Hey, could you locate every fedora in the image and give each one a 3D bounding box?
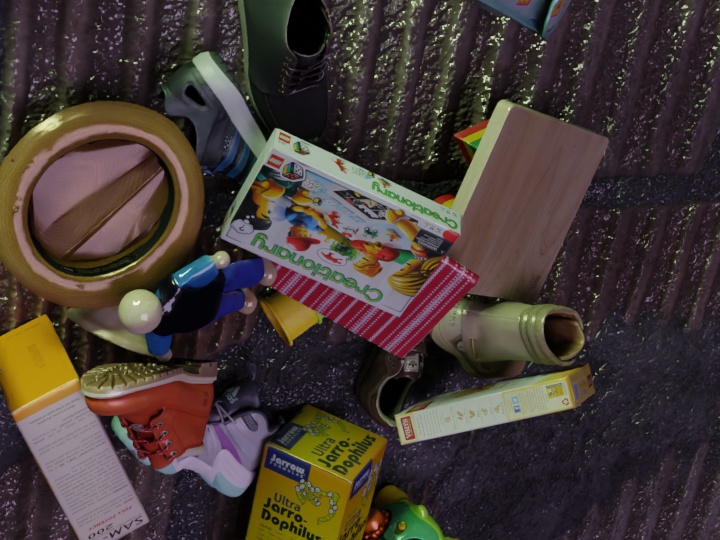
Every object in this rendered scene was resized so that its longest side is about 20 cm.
[{"bbox_3d":[-0.243,-0.066,1.252,0.198,0.082,0.203,-6,109,-16],"label":"fedora"}]

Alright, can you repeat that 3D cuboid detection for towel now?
[{"bbox_3d":[0.000,0.000,1.370,0.199,0.023,0.145,30,129,-17],"label":"towel"}]

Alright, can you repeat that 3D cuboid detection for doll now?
[{"bbox_3d":[-0.157,0.031,1.282,0.137,0.048,0.199,-54,163,22],"label":"doll"}]

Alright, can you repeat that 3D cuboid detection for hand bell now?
[{"bbox_3d":[-0.198,-0.029,1.324,0.103,0.104,0.202,23,92,-37],"label":"hand bell"}]

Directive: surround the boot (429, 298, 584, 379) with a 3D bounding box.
[{"bbox_3d":[0.183,0.081,1.530,0.200,0.154,0.074,38,62,-52],"label":"boot"}]

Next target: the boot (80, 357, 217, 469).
[{"bbox_3d":[-0.200,0.140,1.309,0.200,0.074,0.109,7,88,-66],"label":"boot"}]

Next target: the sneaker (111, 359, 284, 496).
[{"bbox_3d":[-0.161,0.151,1.448,0.140,0.078,0.199,-54,138,6],"label":"sneaker"}]

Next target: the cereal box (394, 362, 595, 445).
[{"bbox_3d":[0.150,0.146,1.500,0.198,0.144,0.040,-14,88,18],"label":"cereal box"}]

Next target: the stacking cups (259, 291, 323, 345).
[{"bbox_3d":[-0.013,-0.003,1.450,0.199,0.060,0.061,-37,129,-11],"label":"stacking cups"}]

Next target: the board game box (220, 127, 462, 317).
[{"bbox_3d":[-0.019,-0.042,1.297,0.198,0.035,0.127,24,130,-13],"label":"board game box"}]

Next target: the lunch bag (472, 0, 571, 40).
[{"bbox_3d":[0.166,-0.326,1.317,0.199,0.122,0.172,19,105,-45],"label":"lunch bag"}]

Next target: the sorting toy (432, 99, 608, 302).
[{"bbox_3d":[0.150,-0.078,1.455,0.198,0.069,0.202,9,110,-50],"label":"sorting toy"}]

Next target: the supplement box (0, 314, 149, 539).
[{"bbox_3d":[-0.290,0.163,1.344,0.073,0.126,0.202,-27,127,-13],"label":"supplement box"}]

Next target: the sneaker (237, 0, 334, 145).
[{"bbox_3d":[-0.062,-0.186,1.277,0.074,0.106,0.202,-25,127,-14],"label":"sneaker"}]

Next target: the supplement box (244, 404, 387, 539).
[{"bbox_3d":[-0.056,0.274,1.527,0.109,0.108,0.202,-40,147,-60],"label":"supplement box"}]

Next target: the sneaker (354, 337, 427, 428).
[{"bbox_3d":[0.054,0.083,1.523,0.070,0.076,0.202,2,117,-30],"label":"sneaker"}]

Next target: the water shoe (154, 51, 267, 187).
[{"bbox_3d":[-0.132,-0.120,1.300,0.078,0.072,0.201,-29,133,-3],"label":"water shoe"}]

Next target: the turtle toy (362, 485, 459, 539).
[{"bbox_3d":[0.034,0.364,1.624,0.101,0.145,0.202,-4,122,-51],"label":"turtle toy"}]
